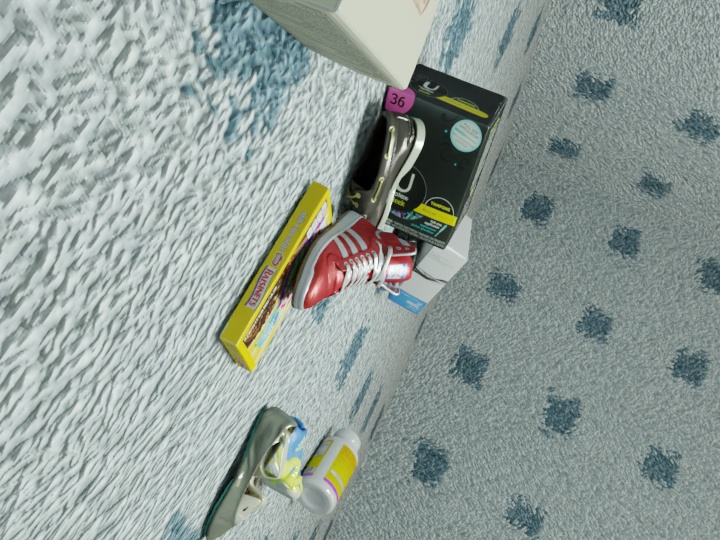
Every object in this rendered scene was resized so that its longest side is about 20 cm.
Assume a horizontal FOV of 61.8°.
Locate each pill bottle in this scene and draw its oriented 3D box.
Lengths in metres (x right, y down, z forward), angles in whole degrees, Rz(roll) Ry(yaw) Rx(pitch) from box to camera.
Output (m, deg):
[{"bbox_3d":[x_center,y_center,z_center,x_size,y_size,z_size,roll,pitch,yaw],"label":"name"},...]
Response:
[{"bbox_3d":[-0.069,0.470,1.432,0.200,0.103,0.106,-49,159,-54],"label":"pill bottle"}]

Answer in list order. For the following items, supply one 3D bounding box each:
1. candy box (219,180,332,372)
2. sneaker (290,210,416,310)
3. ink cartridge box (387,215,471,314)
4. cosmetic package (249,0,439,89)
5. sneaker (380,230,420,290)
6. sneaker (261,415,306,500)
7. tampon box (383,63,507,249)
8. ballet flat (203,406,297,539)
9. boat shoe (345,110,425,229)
[{"bbox_3d":[-0.087,0.008,0.671,0.202,0.026,0.103,-62,171,-21],"label":"candy box"},{"bbox_3d":[0.000,0.000,0.706,0.200,0.111,0.072,-54,168,-55],"label":"sneaker"},{"bbox_3d":[0.150,-0.026,1.307,0.201,0.083,0.146,-52,-165,41],"label":"ink cartridge box"},{"bbox_3d":[-0.014,-0.203,0.413,0.089,0.102,0.200,-67,170,10],"label":"cosmetic package"},{"bbox_3d":[0.085,-0.031,1.245,0.202,0.072,0.082,-59,168,-29],"label":"sneaker"},{"bbox_3d":[-0.115,0.307,0.991,0.106,0.075,0.201,-60,166,-28],"label":"sneaker"},{"bbox_3d":[0.104,-0.167,0.881,0.127,0.148,0.203,-52,161,-50],"label":"tampon box"},{"bbox_3d":[-0.149,0.293,0.842,0.203,0.063,0.067,-64,168,-10],"label":"ballet flat"},{"bbox_3d":[0.014,-0.117,0.805,0.204,0.060,0.072,-63,-145,26],"label":"boat shoe"}]
